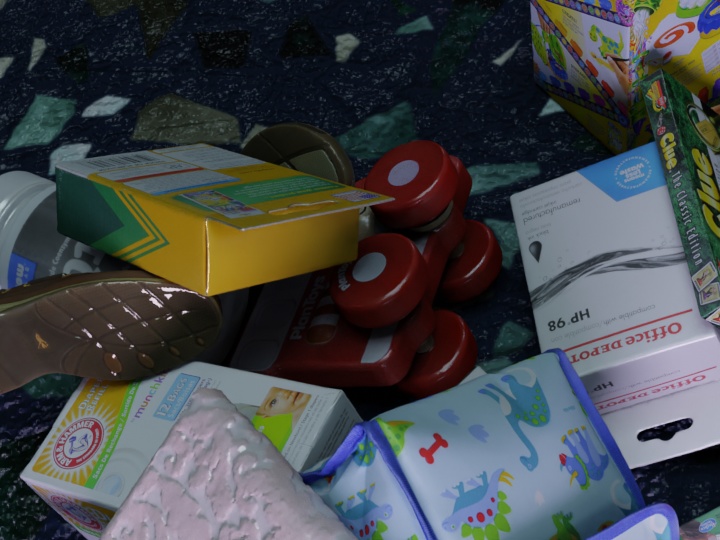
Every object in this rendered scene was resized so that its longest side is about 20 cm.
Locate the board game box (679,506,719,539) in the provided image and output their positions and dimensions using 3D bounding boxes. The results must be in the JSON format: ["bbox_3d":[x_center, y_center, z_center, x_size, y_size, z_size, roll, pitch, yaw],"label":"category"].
[{"bbox_3d":[0.311,0.174,0.734,0.199,0.029,0.135,-23,55,-7],"label":"board game box"}]

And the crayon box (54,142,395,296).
[{"bbox_3d":[-0.091,-0.035,0.782,0.125,0.052,0.199,-14,23,-42],"label":"crayon box"}]

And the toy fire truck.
[{"bbox_3d":[0.000,0.000,0.879,0.167,0.112,0.201,-3,51,31],"label":"toy fire truck"}]

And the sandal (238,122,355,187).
[{"bbox_3d":[-0.055,-0.052,0.885,0.054,0.200,0.082,-26,82,-32],"label":"sandal"}]

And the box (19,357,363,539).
[{"bbox_3d":[-0.096,0.131,0.769,0.199,0.102,0.113,8,55,34],"label":"box"}]

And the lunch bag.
[{"bbox_3d":[0.080,0.163,0.659,0.169,0.127,0.201,-14,71,-41],"label":"lunch bag"}]

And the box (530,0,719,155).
[{"bbox_3d":[0.244,-0.227,0.932,0.199,0.193,0.122,-32,55,-13],"label":"box"}]

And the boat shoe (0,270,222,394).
[{"bbox_3d":[-0.183,0.029,0.785,0.199,0.072,0.068,-10,29,11],"label":"boat shoe"}]

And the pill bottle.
[{"bbox_3d":[-0.192,0.002,0.899,0.199,0.114,0.114,22,61,24],"label":"pill bottle"}]

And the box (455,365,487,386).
[{"bbox_3d":[0.060,0.173,0.780,0.200,0.036,0.144,-40,57,-19],"label":"box"}]

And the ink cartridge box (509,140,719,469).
[{"bbox_3d":[0.179,0.024,0.820,0.115,0.067,0.201,-20,53,19],"label":"ink cartridge box"}]

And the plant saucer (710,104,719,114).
[{"bbox_3d":[0.307,-0.044,0.890,0.199,0.032,0.201,-5,55,7],"label":"plant saucer"}]

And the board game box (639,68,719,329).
[{"bbox_3d":[0.245,-0.037,0.820,0.023,0.104,0.201,-36,44,37],"label":"board game box"}]

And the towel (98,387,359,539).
[{"bbox_3d":[-0.077,0.191,0.633,0.200,0.032,0.191,41,99,36],"label":"towel"}]
